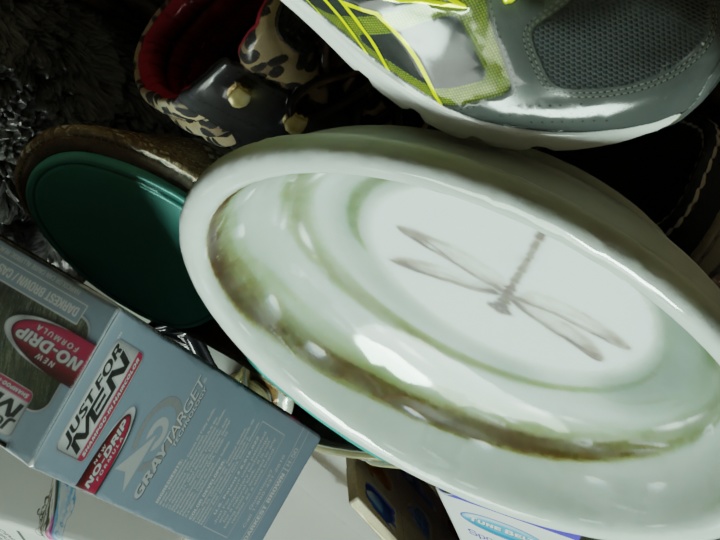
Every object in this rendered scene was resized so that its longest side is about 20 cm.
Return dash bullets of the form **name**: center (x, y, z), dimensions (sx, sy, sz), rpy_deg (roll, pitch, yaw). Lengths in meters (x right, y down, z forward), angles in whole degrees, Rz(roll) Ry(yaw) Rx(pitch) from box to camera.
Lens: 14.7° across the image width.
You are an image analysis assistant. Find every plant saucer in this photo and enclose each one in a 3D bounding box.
- **plant saucer**: center (0.043, 0.010, 0.846), dimensions (0.200, 0.050, 0.200), rpy_deg (22, 154, 11)

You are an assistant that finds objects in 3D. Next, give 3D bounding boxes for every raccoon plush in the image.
- **raccoon plush**: center (-0.081, -0.072, 1.010), dimensions (0.200, 0.097, 0.134), rpy_deg (-5, 149, -3)

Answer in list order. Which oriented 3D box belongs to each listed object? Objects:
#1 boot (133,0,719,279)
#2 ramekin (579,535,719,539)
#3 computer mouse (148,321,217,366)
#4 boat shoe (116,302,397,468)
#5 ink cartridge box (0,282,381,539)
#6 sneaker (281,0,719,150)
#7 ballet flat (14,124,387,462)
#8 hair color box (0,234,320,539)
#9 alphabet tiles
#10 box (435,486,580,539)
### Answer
- **boot**: center (0.024, -0.046, 0.901), dimensions (0.150, 0.073, 0.200), rpy_deg (32, 168, -25)
- **ramekin**: center (0.157, 0.093, 0.939), dimensions (0.105, 0.200, 0.200), rpy_deg (37, 162, -12)
- **computer mouse**: center (0.000, 0.000, 1.110), dimensions (0.200, 0.046, 0.141), rpy_deg (-9, 116, 22)
- **boat shoe**: center (-0.022, 0.036, 1.194), dimensions (0.200, 0.075, 0.068), rpy_deg (15, -175, 20)
- **ink cartridge box**: center (-0.094, 0.095, 1.393), dimensions (0.200, 0.145, 0.147), rpy_deg (10, 158, 40)
- **sneaker**: center (0.007, -0.095, 0.749), dimensions (0.200, 0.075, 0.085), rpy_deg (23, 164, 4)
- **ballet flat**: center (-0.038, -0.003, 0.983), dimensions (0.070, 0.065, 0.200), rpy_deg (-29, 126, 34)
- **hair color box**: center (-0.097, 0.040, 0.977), dimensions (0.099, 0.061, 0.200), rpy_deg (29, 176, 23)
- **alphabet tiles**: center (0.045, 0.130, 1.262), dimensions (0.167, 0.008, 0.200), rpy_deg (49, -167, -20)
- **box**: center (0.103, 0.120, 1.128), dimensions (0.119, 0.042, 0.200), rpy_deg (18, 157, 21)
